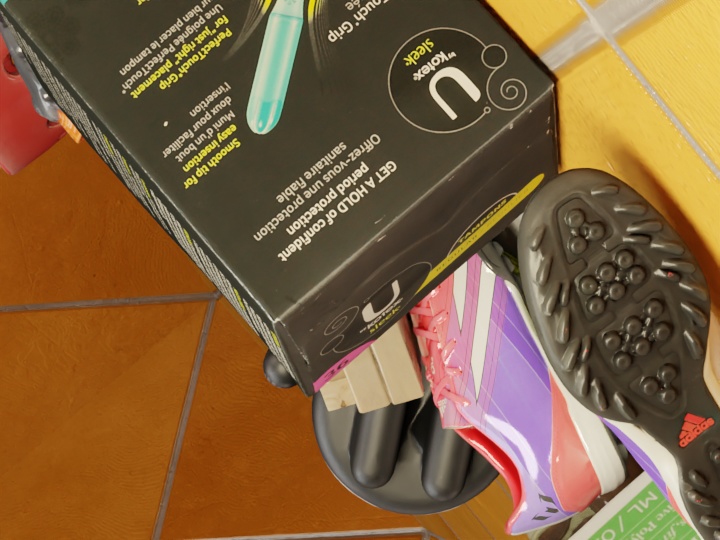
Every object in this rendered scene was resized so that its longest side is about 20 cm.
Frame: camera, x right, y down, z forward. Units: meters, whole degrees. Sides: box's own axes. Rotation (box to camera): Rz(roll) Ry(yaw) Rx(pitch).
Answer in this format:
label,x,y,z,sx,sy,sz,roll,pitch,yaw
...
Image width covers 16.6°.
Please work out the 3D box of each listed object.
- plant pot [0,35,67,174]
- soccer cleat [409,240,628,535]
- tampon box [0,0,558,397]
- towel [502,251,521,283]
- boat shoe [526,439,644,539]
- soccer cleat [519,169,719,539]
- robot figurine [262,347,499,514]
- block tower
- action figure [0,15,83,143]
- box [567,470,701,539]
label,x,y,z,sx,sy,sz,roll,pitch,yaw
plant pot,-0.214,-0.191,1.543,0.201,0.182,0.200,49,174,7
soccer cleat,0.058,0.039,1.268,0.201,0.073,0.068,57,172,9
tampon box,-0.034,-0.079,1.038,0.200,0.150,0.126,49,174,16
towel,0.093,0.016,1.342,0.086,0.018,0.200,49,175,-22
boat shoe,0.144,0.145,1.476,0.075,0.075,0.202,42,172,15
soccer cleat,0.117,0.037,0.981,0.200,0.068,0.073,52,-179,-26
robot figurine,0.034,0.066,1.450,0.150,0.125,0.200,49,-169,-10
block tower,0.000,0.000,1.337,0.200,0.054,0.058,-90,-18,-62
action figure,-0.167,-0.136,1.332,0.194,0.104,0.200,55,175,9
box,0.169,0.225,1.143,0.200,0.199,0.171,54,172,-35
